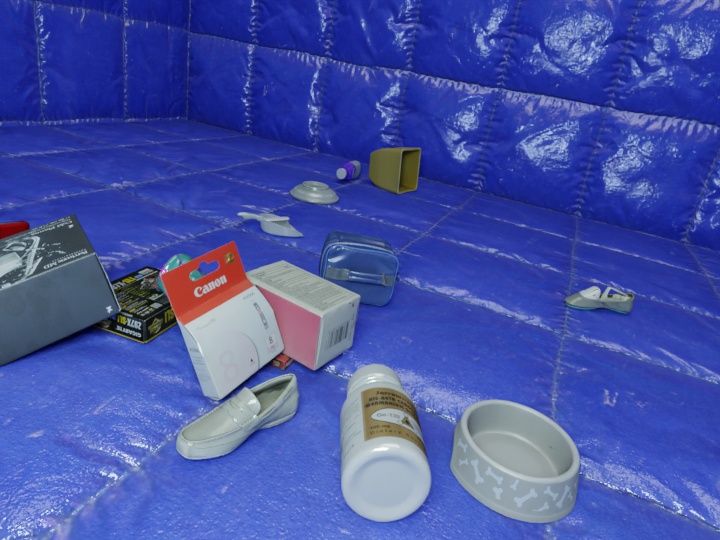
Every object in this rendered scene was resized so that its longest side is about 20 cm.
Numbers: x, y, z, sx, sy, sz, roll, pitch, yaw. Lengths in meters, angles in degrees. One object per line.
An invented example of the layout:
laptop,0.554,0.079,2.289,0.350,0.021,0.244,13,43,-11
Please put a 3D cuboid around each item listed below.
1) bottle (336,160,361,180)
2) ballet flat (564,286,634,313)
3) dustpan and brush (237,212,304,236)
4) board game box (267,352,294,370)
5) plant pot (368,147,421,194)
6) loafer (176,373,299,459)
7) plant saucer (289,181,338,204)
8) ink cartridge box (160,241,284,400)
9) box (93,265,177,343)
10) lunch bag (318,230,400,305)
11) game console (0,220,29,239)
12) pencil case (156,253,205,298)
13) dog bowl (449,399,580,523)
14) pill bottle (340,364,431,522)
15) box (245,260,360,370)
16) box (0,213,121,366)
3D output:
bottle,-0.053,-0.465,2.437,0.064,0.086,0.200,16,21,16
ballet flat,0.659,0.073,1.433,0.194,0.066,0.068,7,21,-7
dustpan and brush,-0.279,-0.148,1.573,0.195,0.059,0.139,-4,26,-32
board game box,-0.202,0.125,0.983,0.195,0.020,0.103,17,22,18
plant pot,0.149,-0.482,2.438,0.196,0.200,0.194,17,21,32
loafer,-0.168,0.200,0.737,0.069,0.072,0.198,24,25,33
plant saucer,-0.179,-0.314,2.051,0.194,0.052,0.201,8,21,-3
ink cartridge box,-0.212,0.074,0.835,0.056,0.206,0.162,0,21,34
box,-0.416,0.058,1.013,0.155,0.051,0.200,13,22,14
lunch bag,0.000,0.000,1.223,0.194,0.140,0.133,8,21,-9
game console,-0.790,-0.056,1.034,0.170,0.122,0.198,25,25,34
pencil case,-0.288,0.064,0.931,0.200,0.086,0.092,44,17,26
dog bowl,0.226,0.266,0.765,0.194,0.060,0.201,8,21,-3
pill bottle,0.027,0.220,0.711,0.111,0.118,0.201,7,21,-6
box,-0.117,0.076,0.964,0.196,0.112,0.127,22,24,28
box,-0.538,0.023,0.871,0.197,0.127,0.195,-27,39,-27
